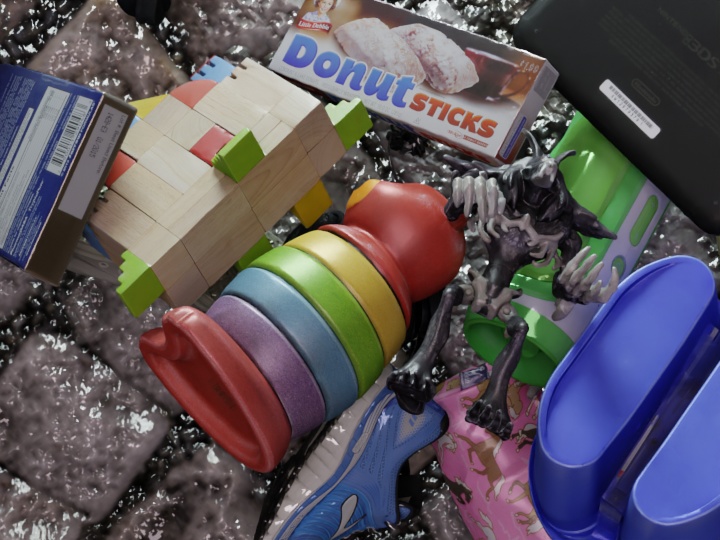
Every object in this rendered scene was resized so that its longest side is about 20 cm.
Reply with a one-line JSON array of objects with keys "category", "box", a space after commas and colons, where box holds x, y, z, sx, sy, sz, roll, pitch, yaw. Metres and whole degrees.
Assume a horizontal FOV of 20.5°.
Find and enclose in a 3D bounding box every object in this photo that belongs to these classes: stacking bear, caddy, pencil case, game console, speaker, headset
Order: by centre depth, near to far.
[{"category": "caddy", "box": [0.187, 0.092, 1.196, 0.141, 0.105, 0.200, 31, 69, 20]}, {"category": "stacking bear", "box": [-0.019, 0.019, 1.216, 0.200, 0.121, 0.114, -40, 92, -21]}, {"category": "speaker", "box": [0.143, -0.026, 1.280, 0.088, 0.089, 0.200, 30, 68, 5]}, {"category": "game console", "box": [0.231, -0.137, 1.282, 0.176, 0.116, 0.200, -47, 68, 8]}, {"category": "pencil case", "box": [0.114, 0.154, 1.303, 0.083, 0.086, 0.201, -24, 85, -28]}, {"category": "headset", "box": [0.000, 0.000, 1.325, 0.123, 0.094, 0.201, 20, 96, -17]}]

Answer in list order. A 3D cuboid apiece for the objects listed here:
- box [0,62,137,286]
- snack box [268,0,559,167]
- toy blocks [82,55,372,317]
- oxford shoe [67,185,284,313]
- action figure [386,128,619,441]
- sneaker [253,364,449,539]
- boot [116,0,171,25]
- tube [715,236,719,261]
[{"category": "box", "box": [-0.217, -0.068, 1.304, 0.032, 0.200, 0.122, 25, 89, -31]}, {"category": "snack box", "box": [0.032, -0.130, 1.303, 0.200, 0.024, 0.072, 25, 84, 36]}, {"category": "toy blocks", "box": [-0.111, -0.068, 1.277, 0.200, 0.100, 0.137, -45, 50, -15]}, {"category": "oxford shoe", "box": [-0.123, -0.007, 1.344, 0.199, 0.058, 0.075, 19, 60, -9]}, {"category": "action figure", "box": [0.091, -0.005, 1.166, 0.118, 0.102, 0.201, 25, 68, -9]}, {"category": "sneaker", "box": [-0.009, 0.153, 1.292, 0.089, 0.079, 0.200, 29, 118, -8]}, {"category": "boot", "box": [-0.199, -0.270, 1.349, 0.167, 0.076, 0.201, 6, 80, 1]}, {"category": "tube", "box": [0.261, -0.051, 1.321, 0.058, 0.052, 0.201, -14, 89, 41]}]
